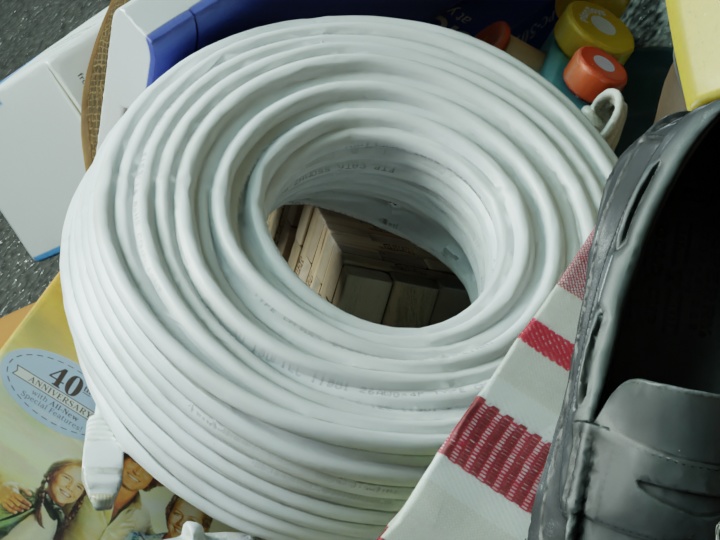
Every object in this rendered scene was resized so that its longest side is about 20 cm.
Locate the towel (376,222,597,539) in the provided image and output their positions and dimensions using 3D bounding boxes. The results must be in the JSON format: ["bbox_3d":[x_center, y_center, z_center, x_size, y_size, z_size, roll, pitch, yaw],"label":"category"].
[{"bbox_3d":[0.079,0.093,0.794,0.200,0.144,0.023,-54,-12,-17],"label":"towel"}]

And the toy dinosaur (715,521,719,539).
[{"bbox_3d":[0.157,0.053,0.697,0.200,0.135,0.102,99,169,-47],"label":"toy dinosaur"}]

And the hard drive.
[{"bbox_3d":[-0.010,-0.106,1.044,0.200,0.025,0.132,-35,-16,-23],"label":"hard drive"}]

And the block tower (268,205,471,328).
[{"bbox_3d":[-0.005,-0.004,1.077,0.200,0.054,0.058,-118,42,-64],"label":"block tower"}]

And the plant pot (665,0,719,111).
[{"bbox_3d":[0.202,-0.101,0.829,0.200,0.200,0.177,-17,49,48],"label":"plant pot"}]

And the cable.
[{"bbox_3d":[0.000,0.000,0.936,0.069,0.199,0.201,108,155,-51],"label":"cable"}]

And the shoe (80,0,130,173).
[{"bbox_3d":[-0.078,-0.052,1.157,0.070,0.053,0.201,-33,45,46],"label":"shoe"}]

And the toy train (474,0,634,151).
[{"bbox_3d":[0.092,-0.120,1.051,0.200,0.055,0.150,-63,6,-18],"label":"toy train"}]

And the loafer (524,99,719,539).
[{"bbox_3d":[0.084,0.049,0.759,0.070,0.068,0.201,109,169,-70],"label":"loafer"}]

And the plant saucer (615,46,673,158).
[{"bbox_3d":[0.066,-0.003,1.079,0.200,0.027,0.200,-36,26,21],"label":"plant saucer"}]

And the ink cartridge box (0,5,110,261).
[{"bbox_3d":[-0.073,-0.100,1.300,0.200,0.084,0.145,-38,8,-27],"label":"ink cartridge box"}]

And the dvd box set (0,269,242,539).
[{"bbox_3d":[-0.080,0.096,0.916,0.200,0.146,0.029,-56,1,-39],"label":"dvd box set"}]

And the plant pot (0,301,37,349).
[{"bbox_3d":[-0.109,0.097,1.033,0.140,0.200,0.200,-38,19,-23],"label":"plant pot"}]

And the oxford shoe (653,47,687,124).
[{"bbox_3d":[0.135,0.001,0.928,0.200,0.072,0.085,-91,14,-45],"label":"oxford shoe"}]

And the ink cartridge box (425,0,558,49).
[{"bbox_3d":[0.004,-0.137,1.190,0.094,0.044,0.200,-36,53,-25],"label":"ink cartridge box"}]
